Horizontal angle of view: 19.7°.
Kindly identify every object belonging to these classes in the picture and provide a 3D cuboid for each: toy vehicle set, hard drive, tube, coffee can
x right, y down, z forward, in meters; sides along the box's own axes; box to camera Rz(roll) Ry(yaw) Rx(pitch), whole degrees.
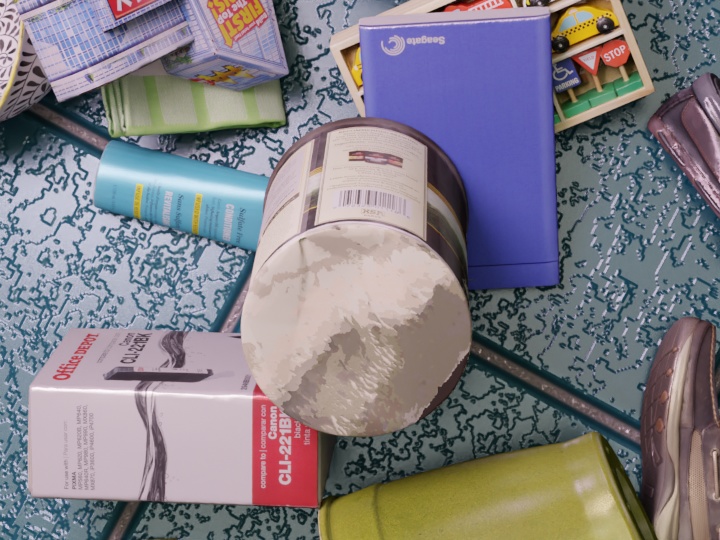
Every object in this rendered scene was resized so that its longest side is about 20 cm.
[{"bbox_3d":[0.093,-0.146,1.457,0.199,0.027,0.125,-23,112,11],"label":"toy vehicle set"},{"bbox_3d":[0.071,-0.082,1.457,0.131,0.025,0.201,-3,114,4],"label":"hard drive"},{"bbox_3d":[-0.092,-0.046,1.496,0.199,0.078,0.051,14,48,5],"label":"tube"},{"bbox_3d":[0.000,0.000,1.371,0.146,0.200,0.147,1,113,2],"label":"coffee can"}]

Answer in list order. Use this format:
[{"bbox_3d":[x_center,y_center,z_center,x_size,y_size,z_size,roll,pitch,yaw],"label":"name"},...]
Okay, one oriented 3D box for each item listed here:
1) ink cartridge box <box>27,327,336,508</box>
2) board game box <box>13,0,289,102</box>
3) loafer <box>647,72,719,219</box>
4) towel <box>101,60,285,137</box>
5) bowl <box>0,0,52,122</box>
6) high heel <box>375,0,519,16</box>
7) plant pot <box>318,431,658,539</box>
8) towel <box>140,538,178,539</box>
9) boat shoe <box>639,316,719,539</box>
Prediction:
[{"bbox_3d":[-0.120,0.100,1.437,0.199,0.144,0.084,1,105,4],"label":"ink cartridge box"},{"bbox_3d":[-0.139,-0.201,1.409,0.200,0.062,0.201,-34,105,-41],"label":"board game box"},{"bbox_3d":[0.274,-0.041,1.472,0.063,0.072,0.201,-31,79,21],"label":"loafer"},{"bbox_3d":[-0.126,-0.198,1.478,0.149,0.031,0.201,-8,86,-33],"label":"towel"},{"bbox_3d":[-0.253,-0.191,1.476,0.094,0.200,0.202,-3,86,-40],"label":"bowl"},{"bbox_3d":[0.098,-0.210,1.481,0.096,0.067,0.200,43,94,-6],"label":"high heel"},{"bbox_3d":[0.102,0.204,1.385,0.192,0.200,0.201,-26,86,10],"label":"plant pot"},{"bbox_3d":[-0.167,0.297,1.502,0.086,0.018,0.201,-4,87,3],"label":"towel"},{"bbox_3d":[0.238,0.133,1.463,0.073,0.074,0.201,5,96,-6],"label":"boat shoe"}]
